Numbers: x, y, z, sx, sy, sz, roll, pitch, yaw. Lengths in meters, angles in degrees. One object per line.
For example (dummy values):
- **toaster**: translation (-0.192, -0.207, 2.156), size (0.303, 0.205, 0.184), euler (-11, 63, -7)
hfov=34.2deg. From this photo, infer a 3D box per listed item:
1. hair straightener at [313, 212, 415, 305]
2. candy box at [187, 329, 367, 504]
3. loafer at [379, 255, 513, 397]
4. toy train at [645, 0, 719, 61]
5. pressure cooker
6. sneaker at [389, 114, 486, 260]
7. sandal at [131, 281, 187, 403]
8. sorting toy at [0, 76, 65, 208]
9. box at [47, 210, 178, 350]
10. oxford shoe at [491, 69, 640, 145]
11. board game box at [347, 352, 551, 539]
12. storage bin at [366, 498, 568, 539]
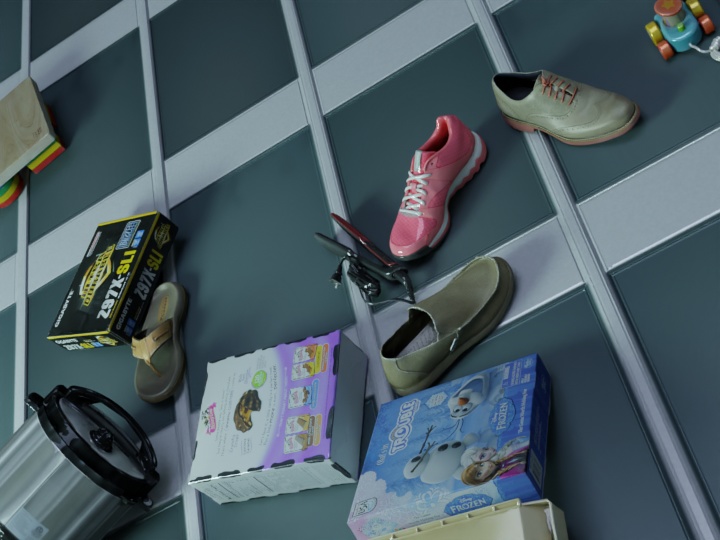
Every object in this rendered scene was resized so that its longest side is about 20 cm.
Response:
- **hair straightener**: translation (0.000, 0.000, 1.494), size (0.077, 0.041, 0.200), euler (-48, 48, -3)
- **candy box**: translation (-0.097, 0.178, 1.404), size (0.199, 0.072, 0.169), euler (-14, 52, 27)
- **loafer**: translation (0.099, 0.058, 1.351), size (0.200, 0.067, 0.076), euler (-50, 44, -6)
- **toy train**: translation (0.422, -0.348, 1.423), size (0.149, 0.056, 0.201), euler (4, 61, 38)
- **pressure cooker**: translation (-0.358, 0.252, 1.466), size (0.200, 0.176, 0.179), euler (-47, 48, 2)
- **sneaker**: translation (0.080, -0.109, 1.473), size (0.073, 0.087, 0.201), euler (13, 67, 42)
- **sandal**: translation (-0.282, 0.093, 1.613), size (0.080, 0.054, 0.201), euler (-19, 49, 24)
- **sorting toy**: translation (-0.619, -0.213, 2.074), size (0.198, 0.070, 0.200), euler (-39, 45, 6)
- **box**: translation (-0.362, 0.017, 1.718), size (0.159, 0.049, 0.201), euler (-6, 56, 42)
- **oxford shoe**: translation (0.244, -0.204, 1.432), size (0.199, 0.075, 0.071), euler (11, 65, 40)
- **board game box**: translation (0.097, 0.185, 1.222), size (0.198, 0.044, 0.200), euler (-22, 24, 23)
- **storage bin**: translation (0.116, 0.337, 1.101), size (0.197, 0.094, 0.201), euler (-20, 55, 22)
